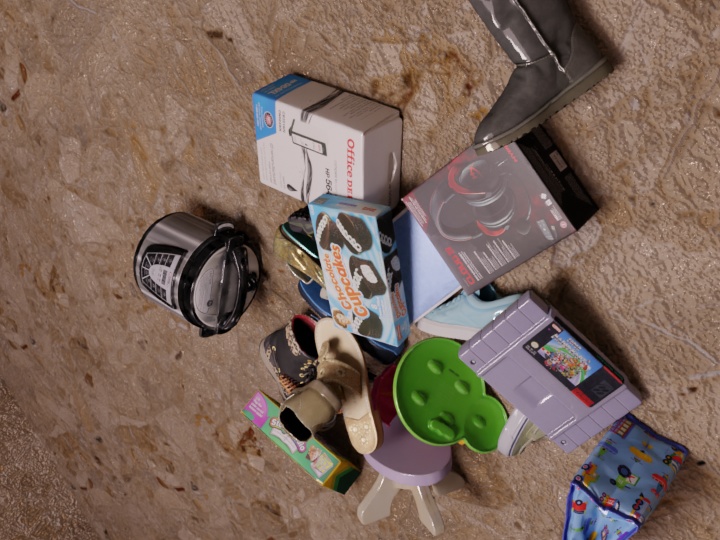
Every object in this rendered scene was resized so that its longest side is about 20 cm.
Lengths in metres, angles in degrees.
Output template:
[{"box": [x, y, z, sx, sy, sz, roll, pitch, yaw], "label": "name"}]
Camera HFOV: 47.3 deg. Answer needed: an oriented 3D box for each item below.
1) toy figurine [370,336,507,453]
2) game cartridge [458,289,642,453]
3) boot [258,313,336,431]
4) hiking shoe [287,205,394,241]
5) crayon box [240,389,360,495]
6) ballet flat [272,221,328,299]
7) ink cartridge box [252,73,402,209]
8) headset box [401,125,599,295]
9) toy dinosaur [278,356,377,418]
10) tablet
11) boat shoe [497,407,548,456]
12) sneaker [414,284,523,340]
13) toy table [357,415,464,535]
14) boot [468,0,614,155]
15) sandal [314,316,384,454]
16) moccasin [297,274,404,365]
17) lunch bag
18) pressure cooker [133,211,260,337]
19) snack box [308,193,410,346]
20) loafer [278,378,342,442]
[{"box": [0.097, 0.199, 1.238, 0.199, 0.151, 0.184, 36, 158, -14], "label": "toy figurine"}, {"box": [0.235, 0.128, 1.014, 0.200, 0.038, 0.130, 41, 122, -10], "label": "game cartridge"}, {"box": [-0.089, 0.175, 1.423, 0.201, 0.073, 0.151, 57, 145, 9], "label": "boot"}, {"box": [-0.028, -0.038, 1.210, 0.199, 0.075, 0.102, 16, 124, 37], "label": "hiking shoe"}, {"box": [-0.105, 0.312, 1.479, 0.199, 0.058, 0.173, 36, 172, 22], "label": "crayon box"}, {"box": [-0.058, 0.004, 1.258, 0.199, 0.071, 0.071, 38, 138, 17], "label": "ballet flat"}, {"box": [-0.046, -0.167, 1.132, 0.199, 0.084, 0.147, 25, 133, 32], "label": "ink cartridge box"}, {"box": [0.155, -0.074, 0.981, 0.200, 0.075, 0.149, -34, 90, 44], "label": "headset box"}, {"box": [-0.050, 0.193, 1.326, 0.102, 0.200, 0.136, 42, 105, 19], "label": "toy dinosaur"}, {"box": [0.085, -0.019, 1.106, 0.200, 0.014, 0.130, -40, 89, 32], "label": "tablet"}, {"box": [0.240, 0.192, 1.101, 0.062, 0.072, 0.201, 33, 135, 17], "label": "boat shoe"}, {"box": [0.152, 0.052, 1.109, 0.199, 0.073, 0.083, 5, 91, 48], "label": "sneaker"}, {"box": [0.075, 0.314, 1.285, 0.200, 0.182, 0.118, -123, 24, -68], "label": "toy table"}, {"box": [0.143, -0.244, 0.843, 0.201, 0.181, 0.073, 54, 178, -9], "label": "boot"}, {"box": [-0.030, 0.170, 1.208, 0.077, 0.069, 0.214, -27, 79, 32], "label": "sandal"}, {"box": [-0.025, 0.082, 1.288, 0.200, 0.080, 0.068, 41, 143, 18], "label": "moccasin"}, {"box": [0.312, 0.308, 1.042, 0.094, 0.150, 0.201, 31, 135, 26], "label": "lunch bag"}, {"box": [-0.268, 0.003, 1.411, 0.199, 0.179, 0.177, 24, 155, 32], "label": "pressure cooker"}, {"box": [0.000, 0.000, 1.113, 0.115, 0.037, 0.202, 14, 128, 37], "label": "snack box"}, {"box": [-0.089, 0.213, 1.206, 0.076, 0.067, 0.200, 47, 151, 7], "label": "loafer"}]
